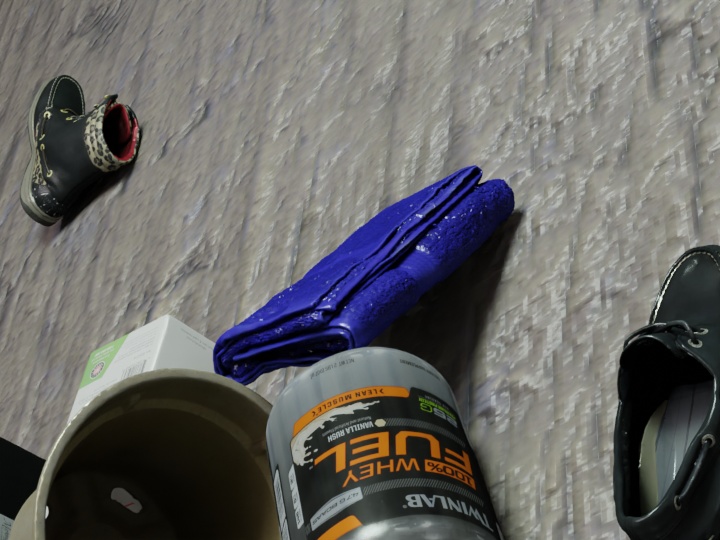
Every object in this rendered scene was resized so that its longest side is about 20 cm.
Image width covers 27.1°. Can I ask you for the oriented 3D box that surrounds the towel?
[{"bbox_3d":[0.000,0.000,0.998,0.147,0.050,0.200,-17,17,47],"label":"towel"}]

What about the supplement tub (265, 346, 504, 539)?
[{"bbox_3d":[0.016,0.147,0.838,0.123,0.122,0.201,-44,31,18],"label":"supplement tub"}]

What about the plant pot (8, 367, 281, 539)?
[{"bbox_3d":[-0.148,0.184,1.002,0.183,0.199,0.202,-30,36,57],"label":"plant pot"}]

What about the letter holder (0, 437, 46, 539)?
[{"bbox_3d":[-0.348,0.254,1.294,0.142,0.100,0.200,-47,30,17],"label":"letter holder"}]

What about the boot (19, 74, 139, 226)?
[{"bbox_3d":[-0.309,-0.163,1.692,0.153,0.073,0.205,-29,45,35],"label":"boot"}]

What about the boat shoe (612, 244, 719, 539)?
[{"bbox_3d":[0.162,0.060,0.766,0.074,0.066,0.201,-19,45,47],"label":"boat shoe"}]

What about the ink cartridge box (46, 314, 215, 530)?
[{"bbox_3d":[-0.187,0.148,1.194,0.117,0.067,0.201,-25,40,41],"label":"ink cartridge box"}]
